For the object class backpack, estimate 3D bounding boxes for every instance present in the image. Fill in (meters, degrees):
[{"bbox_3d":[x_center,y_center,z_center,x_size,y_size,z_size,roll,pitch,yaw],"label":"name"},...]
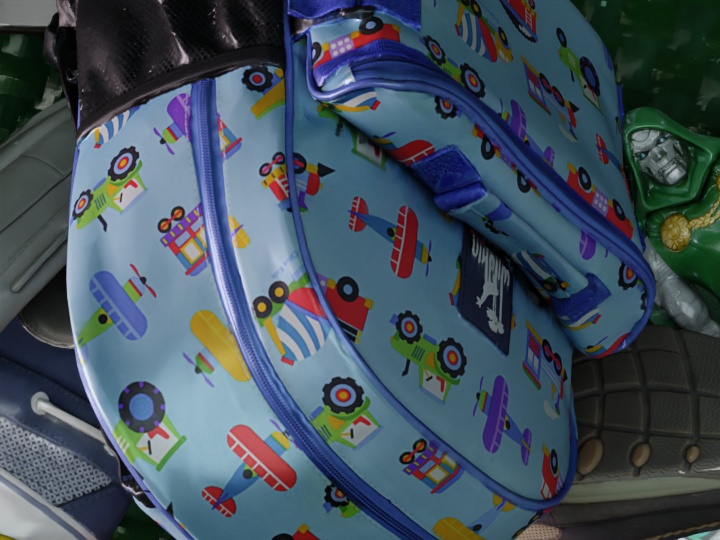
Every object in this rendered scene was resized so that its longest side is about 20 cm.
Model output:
[{"bbox_3d":[0.000,0.000,0.832,0.134,0.200,0.183,-27,131,24],"label":"backpack"}]

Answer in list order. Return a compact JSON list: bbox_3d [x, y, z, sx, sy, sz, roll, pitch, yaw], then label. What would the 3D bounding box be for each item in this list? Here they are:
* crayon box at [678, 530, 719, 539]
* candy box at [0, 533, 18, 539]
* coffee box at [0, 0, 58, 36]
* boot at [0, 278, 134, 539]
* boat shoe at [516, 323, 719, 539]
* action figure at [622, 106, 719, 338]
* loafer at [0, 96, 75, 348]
[{"bbox_3d":[0.183,0.067,0.973,0.172,0.058,0.200,19,92,-1],"label":"crayon box"},{"bbox_3d":[-0.184,0.109,0.899,0.200,0.026,0.102,19,55,9],"label":"candy box"},{"bbox_3d":[-0.061,-0.174,0.933,0.113,0.080,0.200,2,94,-4],"label":"coffee box"},{"bbox_3d":[-0.154,0.018,0.956,0.200,0.073,0.090,35,73,-4],"label":"boot"},{"bbox_3d":[0.064,0.068,0.927,0.073,0.200,0.075,56,50,-28],"label":"boat shoe"},{"bbox_3d":[0.150,0.026,0.917,0.118,0.055,0.200,-42,87,5],"label":"action figure"},{"bbox_3d":[-0.101,-0.008,0.913,0.200,0.070,0.070,-36,90,-35],"label":"loafer"}]
